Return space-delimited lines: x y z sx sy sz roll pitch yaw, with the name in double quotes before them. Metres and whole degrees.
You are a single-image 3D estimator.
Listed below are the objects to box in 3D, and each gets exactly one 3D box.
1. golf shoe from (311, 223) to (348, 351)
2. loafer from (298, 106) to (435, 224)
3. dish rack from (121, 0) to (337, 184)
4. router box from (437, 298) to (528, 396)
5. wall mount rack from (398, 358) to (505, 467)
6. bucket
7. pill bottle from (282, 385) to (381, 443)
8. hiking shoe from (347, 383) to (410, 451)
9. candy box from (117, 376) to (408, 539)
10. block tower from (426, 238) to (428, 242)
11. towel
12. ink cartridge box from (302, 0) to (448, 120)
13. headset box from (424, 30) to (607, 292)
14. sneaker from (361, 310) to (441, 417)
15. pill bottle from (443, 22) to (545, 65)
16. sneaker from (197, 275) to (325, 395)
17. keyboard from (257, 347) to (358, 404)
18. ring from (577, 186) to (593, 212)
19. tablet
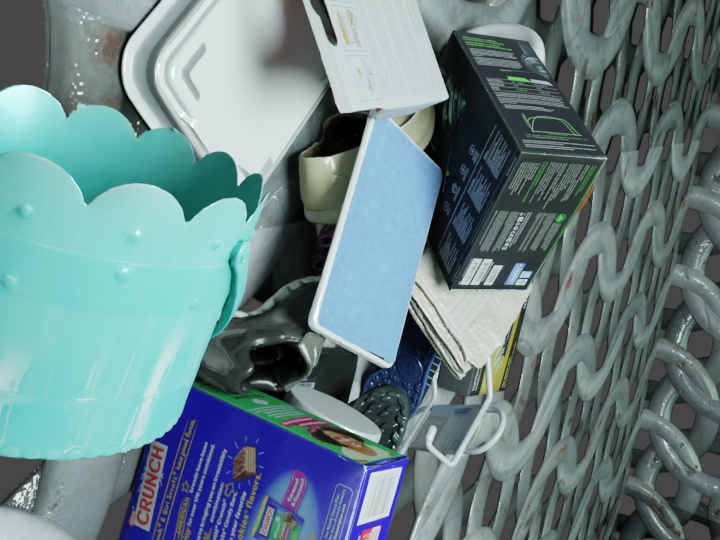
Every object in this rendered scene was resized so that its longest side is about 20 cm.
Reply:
"golf shoe" 0.000 0.000 0.806 0.201 0.072 0.093 78 23 -50
"loafer" 0.008 -0.125 0.744 0.201 0.075 0.069 -55 140 -37
"dish rack" -0.080 -0.160 0.615 0.201 0.043 0.172 -59 147 -23
"router box" 0.187 0.077 1.162 0.157 0.052 0.203 7 98 -59
"wall mount rack" 0.101 0.150 0.969 0.075 0.199 0.175 43 63 -19
"bucket" -0.157 -0.010 0.406 0.206 0.206 0.136 -3 116 -58
"pill bottle" -0.065 0.215 0.714 0.116 0.116 0.202 23 94 -60
"hiking shoe" -0.004 0.192 0.861 0.201 0.074 0.087 -60 173 25
"candy box" -0.083 0.191 0.617 0.077 0.198 0.171 15 92 -61
"block tower" 0.094 -0.024 0.956 0.054 0.057 0.200 -63 147 -20
"towel" 0.116 0.012 0.852 0.133 0.034 0.200 55 41 -11
"ink cartridge box" -0.009 -0.201 0.629 0.199 0.057 0.164 -26 98 -55
"headset box" 0.125 -0.111 0.787 0.092 0.201 0.175 1 136 -22
"sneaker" 0.065 0.099 0.914 0.078 0.070 0.201 -34 154 -54
"pill bottle" 0.166 -0.178 0.945 0.116 0.115 0.201 -55 146 -29
"sneaker" -0.060 0.060 0.677 0.199 0.090 0.067 -17 128 -47
"keyboard" -0.068 0.137 0.796 0.199 0.020 0.129 13 91 -59
"ring" 0.195 -0.077 0.971 0.201 0.199 0.019 49 19 -55
"tablet" 0.018 -0.026 0.705 0.130 0.014 0.202 34 67 -50
